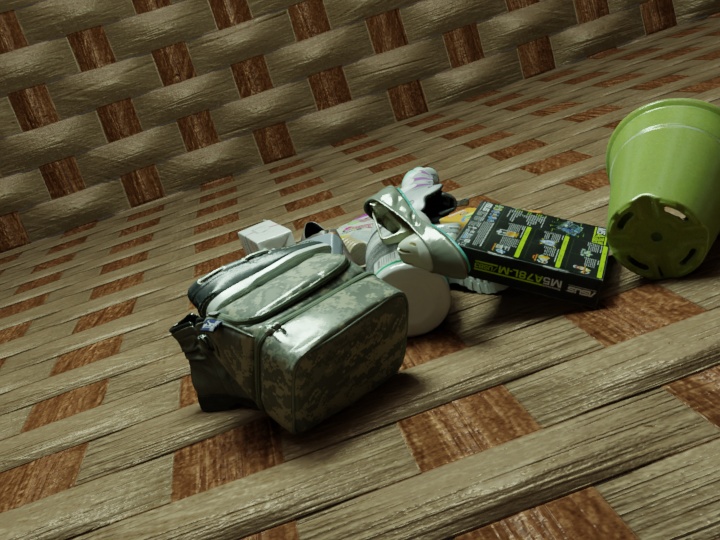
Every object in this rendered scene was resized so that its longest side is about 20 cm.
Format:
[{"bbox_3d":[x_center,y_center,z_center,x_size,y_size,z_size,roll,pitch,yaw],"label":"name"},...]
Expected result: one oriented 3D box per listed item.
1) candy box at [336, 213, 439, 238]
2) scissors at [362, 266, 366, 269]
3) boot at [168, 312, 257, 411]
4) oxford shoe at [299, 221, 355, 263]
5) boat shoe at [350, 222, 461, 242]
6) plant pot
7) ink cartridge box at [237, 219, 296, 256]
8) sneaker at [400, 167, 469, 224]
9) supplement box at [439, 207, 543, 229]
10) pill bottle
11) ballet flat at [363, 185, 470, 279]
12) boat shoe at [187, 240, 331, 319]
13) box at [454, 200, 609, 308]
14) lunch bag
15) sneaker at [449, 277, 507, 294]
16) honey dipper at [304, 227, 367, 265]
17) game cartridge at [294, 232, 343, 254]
[{"bbox_3d":[0.033,-0.067,1.677,0.136,0.061,0.200,-1,23,45],"label":"candy box"},{"bbox_3d":[0.012,0.034,1.307,0.014,0.073,0.200,-48,-3,17],"label":"scissors"},{"bbox_3d":[-0.147,0.105,1.153,0.200,0.131,0.068,-11,17,24],"label":"boot"},{"bbox_3d":[-0.048,-0.018,1.314,0.071,0.073,0.200,-12,21,-21],"label":"oxford shoe"},{"bbox_3d":[0.072,-0.051,1.497,0.202,0.065,0.074,5,-12,35],"label":"boat shoe"},{"bbox_3d":[0.396,-0.088,1.173,0.200,0.200,0.190,-7,32,34],"label":"plant pot"},{"bbox_3d":[-0.159,-0.020,1.628,0.067,0.117,0.200,-22,15,-14],"label":"ink cartridge box"},{"bbox_3d":[0.129,-0.124,1.572,0.140,0.078,0.200,0,30,33],"label":"sneaker"},{"bbox_3d":[0.208,-0.058,1.445,0.067,0.069,0.200,-23,13,-26],"label":"supplement box"},{"bbox_3d":[0.063,-0.006,1.269,0.113,0.113,0.200,-15,28,9],"label":"pill bottle"},{"bbox_3d":[0.065,-0.039,1.162,0.064,0.067,0.200,-26,43,-12],"label":"ballet flat"},{"bbox_3d":[-0.124,0.002,1.145,0.200,0.076,0.060,-26,54,-39],"label":"boat shoe"},{"bbox_3d":[0.232,-0.028,1.216,0.193,0.048,0.200,16,25,12],"label":"box"},{"bbox_3d":[-0.066,0.072,1.069,0.200,0.139,0.168,-32,47,-32],"label":"lunch bag"},{"bbox_3d":[0.173,-0.015,1.333,0.080,0.076,0.200,-15,14,-29],"label":"sneaker"},{"bbox_3d":[-0.044,-0.044,1.429,0.038,0.038,0.200,-24,21,-21],"label":"honey dipper"},{"bbox_3d":[-0.108,0.030,1.261,0.200,0.042,0.133,-27,35,26],"label":"game cartridge"}]
